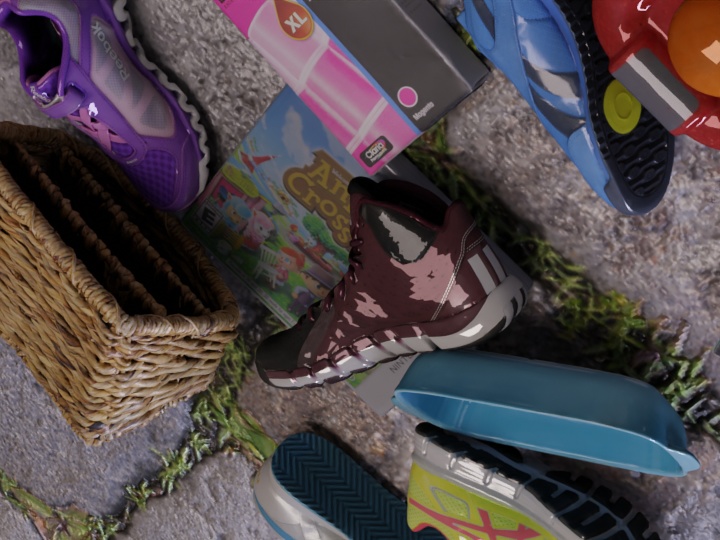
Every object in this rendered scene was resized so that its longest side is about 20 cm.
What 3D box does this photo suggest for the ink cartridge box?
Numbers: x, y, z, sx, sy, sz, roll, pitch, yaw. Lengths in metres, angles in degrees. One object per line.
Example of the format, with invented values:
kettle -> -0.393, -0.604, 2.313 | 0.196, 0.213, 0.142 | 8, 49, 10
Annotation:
ink cartridge box -> -0.024, -0.159, 0.915 | 0.200, 0.037, 0.095 | 49, 128, -3

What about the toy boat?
toy boat -> 0.186, -0.125, 0.723 | 0.131, 0.131, 0.200 | 44, 137, -1

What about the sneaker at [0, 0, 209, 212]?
sneaker -> -0.176, -0.119, 1.024 | 0.080, 0.088, 0.200 | -12, 115, 39

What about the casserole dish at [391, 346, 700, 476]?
casserole dish -> 0.116, 0.085, 0.967 | 0.200, 0.039, 0.121 | 9, 164, 28

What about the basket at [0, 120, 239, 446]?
basket -> -0.172, -0.012, 1.055 | 0.200, 0.143, 0.149 | 48, 143, 21

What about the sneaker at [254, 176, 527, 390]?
sneaker -> 0.000, 0.000, 0.977 | 0.200, 0.076, 0.116 | -17, 107, 31

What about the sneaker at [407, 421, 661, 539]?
sneaker -> 0.113, 0.178, 1.033 | 0.200, 0.078, 0.090 | 29, 111, 29

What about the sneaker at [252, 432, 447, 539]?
sneaker -> 0.003, 0.210, 1.164 | 0.200, 0.077, 0.081 | 47, 145, 6

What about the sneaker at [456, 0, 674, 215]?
sneaker -> 0.105, -0.120, 0.843 | 0.078, 0.066, 0.200 | -6, 119, 52

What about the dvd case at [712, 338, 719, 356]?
dvd case -> 0.309, 0.045, 0.844 | 0.200, 0.022, 0.146 | 32, 135, 13

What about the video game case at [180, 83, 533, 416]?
video game case -> -0.009, -0.013, 1.031 | 0.200, 0.022, 0.182 | 44, 136, 0
